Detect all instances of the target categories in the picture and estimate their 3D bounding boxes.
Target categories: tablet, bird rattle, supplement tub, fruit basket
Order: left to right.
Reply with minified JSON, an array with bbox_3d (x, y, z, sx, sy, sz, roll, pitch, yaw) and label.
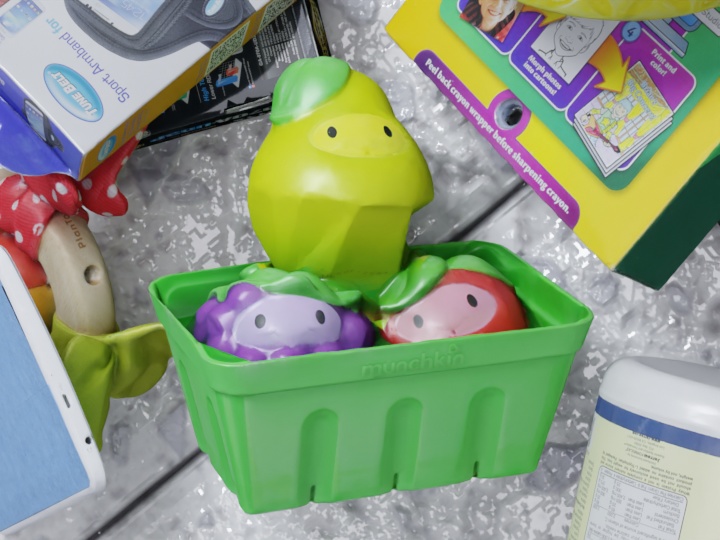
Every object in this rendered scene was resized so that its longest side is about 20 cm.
[{"bbox_3d":[-0.188,0.069,1.008,0.014,0.200,0.131,-23,86,-27],"label":"tablet"},{"bbox_3d":[-0.175,0.003,1.021,0.162,0.113,0.201,-8,111,44],"label":"bird rattle"},{"bbox_3d":[0.000,0.000,0.962,0.214,0.155,0.217,-7,110,-19],"label":"fruit basket"},{"bbox_3d":[0.173,0.154,0.959,0.144,0.145,0.202,12,94,9],"label":"supplement tub"}]

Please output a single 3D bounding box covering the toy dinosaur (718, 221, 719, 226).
[{"bbox_3d":[0.200,-0.032,0.976,0.047,0.088,0.201,-35,87,-1],"label":"toy dinosaur"}]

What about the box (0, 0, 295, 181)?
[{"bbox_3d":[-0.124,-0.138,0.957,0.119,0.042,0.200,45,65,4],"label":"box"}]

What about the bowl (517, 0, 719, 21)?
[{"bbox_3d":[0.117,-0.219,0.859,0.198,0.108,0.201,0,50,0],"label":"bowl"}]

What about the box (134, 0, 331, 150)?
[{"bbox_3d":[-0.112,-0.174,1.045,0.158,0.046,0.202,-15,90,10],"label":"box"}]

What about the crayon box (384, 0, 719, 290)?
[{"bbox_3d":[0.131,-0.122,0.948,0.173,0.058,0.200,-50,56,15],"label":"crayon box"}]
